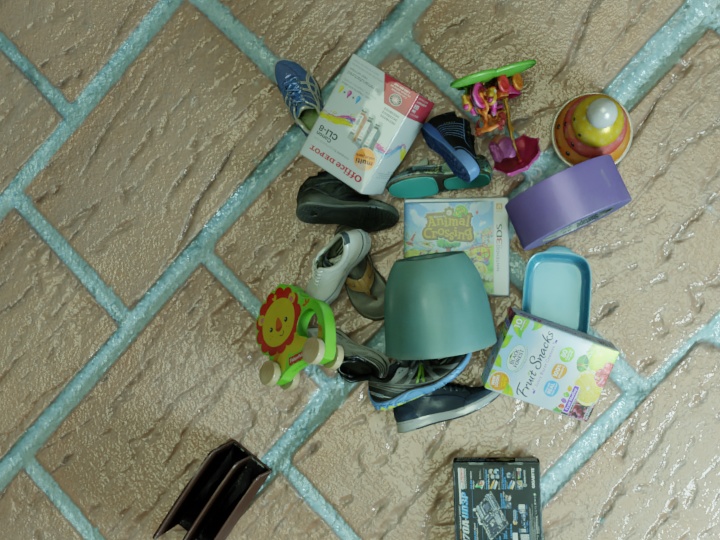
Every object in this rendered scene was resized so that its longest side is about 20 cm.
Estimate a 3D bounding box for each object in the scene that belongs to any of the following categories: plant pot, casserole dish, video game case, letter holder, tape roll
[{"bbox_3d":[0.131,0.054,1.383,0.198,0.201,0.163,-7,95,11],"label":"plant pot"},{"bbox_3d":[0.353,0.059,1.434,0.119,0.039,0.203,4,86,12],"label":"casserole dish"},{"bbox_3d":[0.179,-0.044,1.484,0.197,0.022,0.185,0,86,11],"label":"video game case"},{"bbox_3d":[-0.277,0.435,1.481,0.100,0.142,0.201,35,93,11],"label":"letter holder"},{"bbox_3d":[0.355,-0.115,1.363,0.198,0.200,0.086,-25,81,8],"label":"tape roll"}]

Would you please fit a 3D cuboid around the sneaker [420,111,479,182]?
[{"bbox_3d":[0.177,-0.232,1.429,0.077,0.070,0.201,-29,41,-2],"label":"sneaker"}]

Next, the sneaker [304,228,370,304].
[{"bbox_3d":[-0.062,-0.005,1.471,0.201,0.070,0.073,-54,48,30],"label":"sneaker"}]

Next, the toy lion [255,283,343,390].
[{"bbox_3d":[-0.124,0.110,1.468,0.199,0.068,0.194,-29,56,38],"label":"toy lion"}]

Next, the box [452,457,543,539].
[{"bbox_3d":[0.248,0.442,1.425,0.157,0.046,0.203,-3,86,11],"label":"box"}]

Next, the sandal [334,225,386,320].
[{"bbox_3d":[0.000,0.000,1.499,0.081,0.055,0.203,-18,83,10],"label":"sandal"}]

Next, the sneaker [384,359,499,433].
[{"bbox_3d":[0.141,0.199,1.447,0.200,0.077,0.148,-18,86,11],"label":"sneaker"}]

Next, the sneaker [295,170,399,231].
[{"bbox_3d":[-0.023,-0.137,1.501,0.197,0.077,0.115,6,49,-10],"label":"sneaker"}]

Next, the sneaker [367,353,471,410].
[{"bbox_3d":[0.102,0.175,1.385,0.198,0.071,0.084,-24,83,4],"label":"sneaker"}]

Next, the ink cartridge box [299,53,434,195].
[{"bbox_3d":[0.013,-0.255,1.428,0.144,0.144,0.201,33,103,11],"label":"ink cartridge box"}]

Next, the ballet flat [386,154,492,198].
[{"bbox_3d":[0.147,-0.180,1.484,0.197,0.074,0.075,-4,85,8],"label":"ballet flat"}]

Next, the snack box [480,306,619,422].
[{"bbox_3d":[0.328,0.165,1.382,0.198,0.053,0.144,20,103,-6],"label":"snack box"}]

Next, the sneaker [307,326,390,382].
[{"bbox_3d":[-0.046,0.153,1.467,0.198,0.115,0.077,17,90,12],"label":"sneaker"}]

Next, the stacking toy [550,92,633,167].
[{"bbox_3d":[0.404,-0.257,1.362,0.144,0.200,0.148,-1,85,11],"label":"stacking toy"}]

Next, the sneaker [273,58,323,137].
[{"bbox_3d":[-0.108,-0.329,1.531,0.075,0.077,0.201,-34,81,7],"label":"sneaker"}]

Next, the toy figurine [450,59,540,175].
[{"bbox_3d":[0.253,-0.261,1.414,0.149,0.199,0.186,-13,96,39],"label":"toy figurine"}]
